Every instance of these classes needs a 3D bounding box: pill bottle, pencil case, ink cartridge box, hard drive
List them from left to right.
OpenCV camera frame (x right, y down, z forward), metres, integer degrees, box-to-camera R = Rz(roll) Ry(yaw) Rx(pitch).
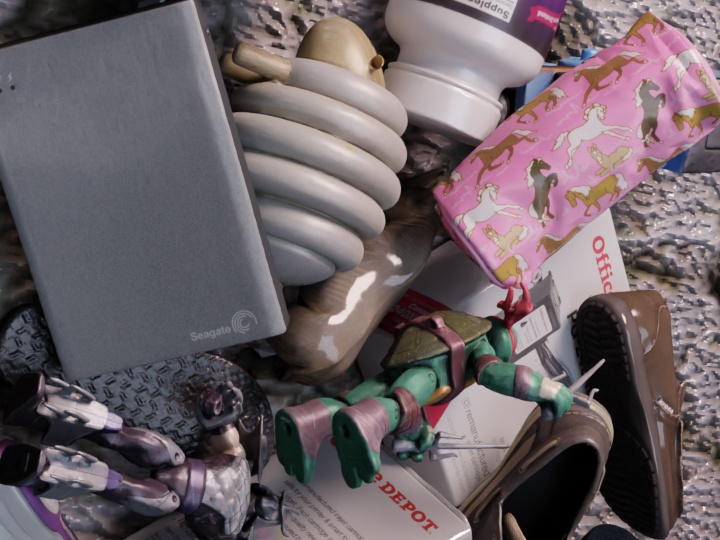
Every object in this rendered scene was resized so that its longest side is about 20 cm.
[{"bbox_3d":[-0.133,-0.044,0.903,0.139,0.033,0.201,-13,106,9],"label":"hard drive"},{"bbox_3d":[-0.044,0.203,1.018,0.199,0.145,0.084,-27,133,-27],"label":"ink cartridge box"},{"bbox_3d":[0.082,-0.189,1.027,0.111,0.111,0.201,21,91,-37],"label":"pill bottle"},{"bbox_3d":[0.102,0.050,1.126,0.199,0.083,0.146,-32,119,-24],"label":"ink cartridge box"},{"bbox_3d":[0.142,-0.076,1.000,0.200,0.083,0.087,-40,141,3],"label":"pencil case"}]

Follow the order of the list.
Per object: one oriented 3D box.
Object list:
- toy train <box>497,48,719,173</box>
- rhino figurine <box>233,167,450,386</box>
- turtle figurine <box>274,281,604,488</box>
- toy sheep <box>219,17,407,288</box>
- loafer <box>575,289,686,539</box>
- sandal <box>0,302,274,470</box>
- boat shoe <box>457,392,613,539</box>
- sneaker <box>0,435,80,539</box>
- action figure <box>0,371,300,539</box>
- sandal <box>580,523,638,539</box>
[{"bbox_3d":[0.184,-0.112,1.120,0.199,0.114,0.087,-3,104,-35],"label":"toy train"},{"bbox_3d":[0.000,0.000,1.035,0.200,0.087,0.060,-48,129,-25],"label":"rhino figurine"},{"bbox_3d":[0.049,0.077,0.987,0.199,0.150,0.101,-19,80,-35],"label":"turtle figurine"},{"bbox_3d":[-0.039,-0.062,0.969,0.137,0.137,0.201,22,85,-37],"label":"toy sheep"},{"bbox_3d":[0.210,0.102,1.119,0.071,0.073,0.201,-24,118,-27],"label":"loafer"},{"bbox_3d":[-0.141,0.073,0.991,0.199,0.045,0.076,26,81,-23],"label":"sandal"},{"bbox_3d":[0.103,0.175,1.049,0.074,0.073,0.201,25,105,-1],"label":"boat shoe"},{"bbox_3d":[-0.215,0.192,0.962,0.099,0.075,0.201,-24,120,-3],"label":"sneaker"},{"bbox_3d":[-0.117,0.125,0.929,0.199,0.069,0.131,22,53,-32],"label":"action figure"},{"bbox_3d":[0.150,0.271,1.124,0.076,0.043,0.200,40,52,7],"label":"sandal"}]
